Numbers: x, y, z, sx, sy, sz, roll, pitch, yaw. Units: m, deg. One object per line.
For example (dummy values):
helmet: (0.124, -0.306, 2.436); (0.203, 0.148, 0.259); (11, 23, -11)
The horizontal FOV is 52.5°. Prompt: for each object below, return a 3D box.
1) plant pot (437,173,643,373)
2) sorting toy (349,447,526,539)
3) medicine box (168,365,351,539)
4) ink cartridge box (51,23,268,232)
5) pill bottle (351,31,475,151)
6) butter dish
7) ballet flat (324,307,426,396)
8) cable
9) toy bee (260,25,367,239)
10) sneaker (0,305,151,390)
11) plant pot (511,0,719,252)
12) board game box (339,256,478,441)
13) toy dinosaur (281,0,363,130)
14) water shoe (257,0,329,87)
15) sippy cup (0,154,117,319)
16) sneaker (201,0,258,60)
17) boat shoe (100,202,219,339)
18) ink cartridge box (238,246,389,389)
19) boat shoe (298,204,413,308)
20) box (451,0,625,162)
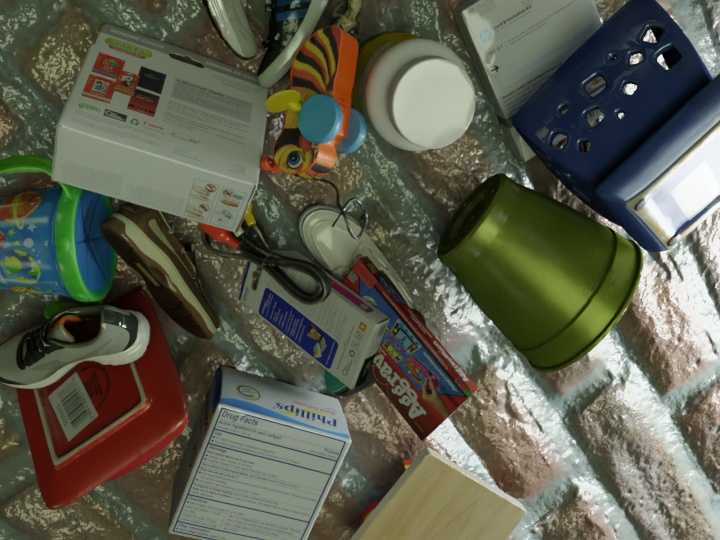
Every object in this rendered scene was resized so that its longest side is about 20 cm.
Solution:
plant pot: (0.205, -0.013, 0.905); (0.192, 0.201, 0.201); (37, 100, -9)
sorting toy: (0.104, 0.367, 1.078); (0.198, 0.070, 0.201); (34, 101, -21)
medicine box: (-0.136, 0.256, 0.968); (0.180, 0.103, 0.202); (19, 105, -18)
ink cartridge box: (-0.207, -0.156, 0.792); (0.197, 0.177, 0.084); (16, 139, -17)
pill bottle: (0.052, -0.193, 0.785); (0.111, 0.200, 0.114); (-4, 112, -10)
butter dish: (-0.286, 0.163, 0.882); (0.198, 0.201, 0.148); (-33, 149, 1)
ballet flat: (0.032, 0.105, 0.933); (0.073, 0.074, 0.200); (32, 134, -20)
cable: (-0.125, -0.022, 0.852); (0.097, 0.050, 0.200); (-47, 74, 17)
toy bee: (-0.056, -0.139, 0.737); (0.107, 0.203, 0.131); (-4, 154, 28)
sneaker: (-0.335, 0.077, 0.811); (0.197, 0.075, 0.079); (-16, 152, 14)
plant pot: (0.324, -0.148, 0.825); (0.200, 0.181, 0.199); (-44, 139, 15)
board game box: (0.040, 0.092, 0.856); (0.200, 0.019, 0.103); (50, 129, 15)
toy dinosaur: (-0.037, -0.237, 0.811); (0.047, 0.088, 0.202); (27, 102, -9)
water shoe: (-0.076, -0.300, 0.794); (0.078, 0.072, 0.202); (28, 95, -16)
sippy cup: (-0.354, -0.031, 0.808); (0.128, 0.140, 0.181); (-3, 91, 1)
sneaker: (-0.135, -0.327, 0.768); (0.091, 0.076, 0.202); (-23, 114, -7)
boat shoe: (-0.217, -0.004, 0.871); (0.075, 0.074, 0.203); (-55, 137, -29)
ink cartridge box: (-0.061, 0.047, 0.885); (0.199, 0.037, 0.096); (34, 119, 23)
boat shoe: (0.000, 0.000, 0.918); (0.071, 0.070, 0.200); (-39, 114, 4)
box: (0.220, -0.259, 0.883); (0.155, 0.041, 0.201); (-31, 114, 0)
